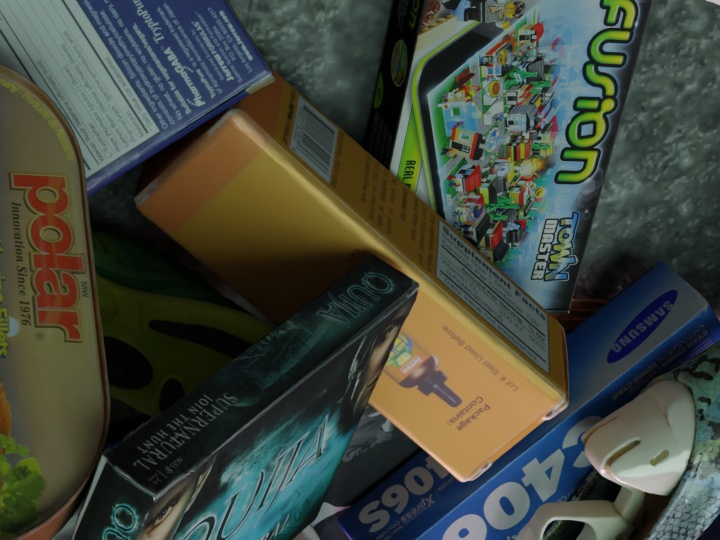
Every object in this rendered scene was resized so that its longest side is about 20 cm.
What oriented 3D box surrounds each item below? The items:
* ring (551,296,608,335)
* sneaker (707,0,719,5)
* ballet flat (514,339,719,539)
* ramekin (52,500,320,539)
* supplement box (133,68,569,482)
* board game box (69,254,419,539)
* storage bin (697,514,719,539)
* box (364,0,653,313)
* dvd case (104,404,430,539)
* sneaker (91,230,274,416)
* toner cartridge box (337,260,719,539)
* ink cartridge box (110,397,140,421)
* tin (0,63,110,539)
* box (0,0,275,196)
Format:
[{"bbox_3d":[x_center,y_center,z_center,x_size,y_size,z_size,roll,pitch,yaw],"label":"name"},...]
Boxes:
[{"bbox_3d":[0.081,0.095,1.061,0.200,0.019,0.201,-10,124,-15],"label":"ring"},{"bbox_3d":[0.183,-0.198,0.862,0.099,0.078,0.200,16,95,-2],"label":"sneaker"},{"bbox_3d":[0.119,0.109,0.958,0.074,0.074,0.200,22,105,-31],"label":"ballet flat"},{"bbox_3d":[-0.092,0.192,0.928,0.202,0.094,0.203,-16,130,-20],"label":"ramekin"},{"bbox_3d":[0.000,0.000,0.901,0.200,0.069,0.067,42,115,-17],"label":"supplement box"},{"bbox_3d":[-0.053,0.085,0.806,0.200,0.028,0.135,-37,156,-54],"label":"board game box"},{"bbox_3d":[0.201,0.208,1.115,0.200,0.146,0.134,-33,117,3],"label":"storage bin"},{"bbox_3d":[0.062,-0.073,0.933,0.110,0.035,0.200,-1,122,-20],"label":"box"},{"bbox_3d":[-0.041,0.114,0.982,0.200,0.025,0.151,-14,128,-21],"label":"dvd case"},{"bbox_3d":[-0.124,0.013,0.892,0.200,0.084,0.074,30,89,-12],"label":"sneaker"},{"bbox_3d":[0.094,0.094,1.005,0.200,0.043,0.095,-39,135,-5],"label":"toner cartridge box"},{"bbox_3d":[-0.133,0.154,1.004,0.176,0.045,0.200,13,116,-27],"label":"ink cartridge box"},{"bbox_3d":[-0.150,0.013,0.746,0.112,0.200,0.042,-4,153,-10],"label":"tin"},{"bbox_3d":[-0.149,-0.074,0.820,0.200,0.032,0.121,-32,93,1],"label":"box"}]
